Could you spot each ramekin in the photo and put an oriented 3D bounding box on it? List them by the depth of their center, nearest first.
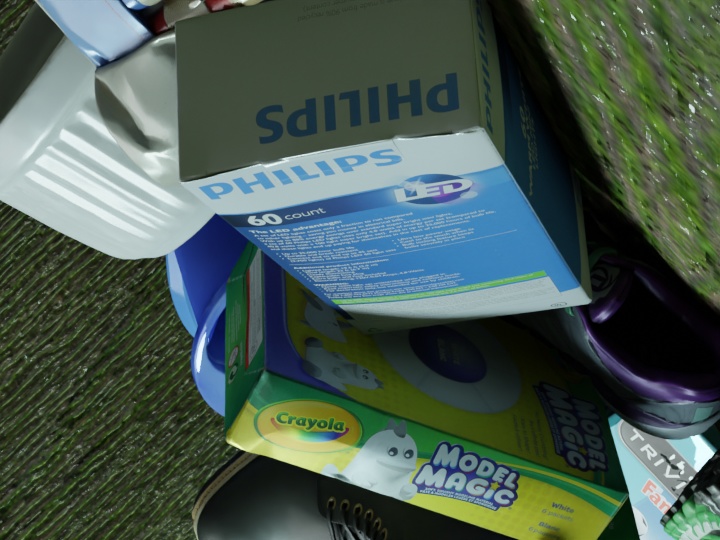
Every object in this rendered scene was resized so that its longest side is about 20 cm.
[{"bbox_3d":[-0.099,-0.101,0.783,0.105,0.201,0.200,34,-176,-20],"label":"ramekin"}]

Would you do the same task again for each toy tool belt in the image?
[{"bbox_3d":[-0.064,-0.133,0.612,0.200,0.122,0.126,50,-145,-27],"label":"toy tool belt"}]

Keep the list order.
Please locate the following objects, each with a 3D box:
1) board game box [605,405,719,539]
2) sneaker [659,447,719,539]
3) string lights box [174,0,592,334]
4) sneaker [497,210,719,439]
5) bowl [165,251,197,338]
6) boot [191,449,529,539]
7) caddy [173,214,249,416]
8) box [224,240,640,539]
[{"bbox_3d":[0.158,0.140,0.856,0.151,0.047,0.200,45,142,1],"label":"board game box"},{"bbox_3d":[0.174,0.101,0.652,0.085,0.078,0.200,44,180,10],"label":"sneaker"},{"bbox_3d":[0.017,-0.033,0.598,0.200,0.101,0.060,45,-140,-66],"label":"string lights box"},{"bbox_3d":[0.085,-0.007,0.713,0.199,0.075,0.088,34,169,7],"label":"sneaker"},{"bbox_3d":[-0.045,-0.040,0.957,0.039,0.203,0.201,17,167,26],"label":"bowl"},{"bbox_3d":[0.001,0.126,0.782,0.139,0.198,0.078,-74,-39,-64],"label":"boot"},{"bbox_3d":[0.000,0.000,0.829,0.105,0.198,0.142,59,175,38],"label":"caddy"},{"bbox_3d":[0.038,0.055,0.729,0.198,0.049,0.118,22,-150,-18],"label":"box"}]
